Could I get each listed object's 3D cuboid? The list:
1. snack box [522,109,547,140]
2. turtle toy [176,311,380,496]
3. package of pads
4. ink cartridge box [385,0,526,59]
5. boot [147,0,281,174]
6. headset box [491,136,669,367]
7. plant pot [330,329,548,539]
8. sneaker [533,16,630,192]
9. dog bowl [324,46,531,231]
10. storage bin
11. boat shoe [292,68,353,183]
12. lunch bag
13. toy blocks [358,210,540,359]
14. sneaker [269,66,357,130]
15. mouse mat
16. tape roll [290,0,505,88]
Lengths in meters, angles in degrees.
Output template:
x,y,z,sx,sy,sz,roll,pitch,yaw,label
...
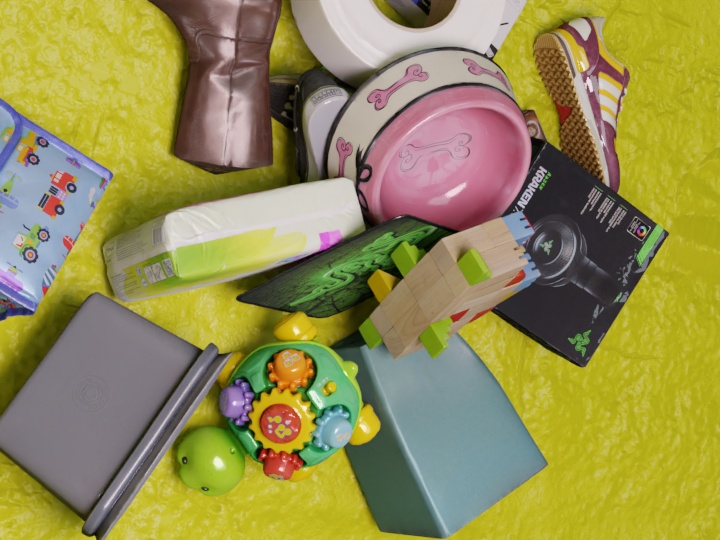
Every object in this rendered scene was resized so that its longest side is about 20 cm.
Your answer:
x,y,z,sx,sy,sz,roll,pitch,yaw,label
0.194,-0.071,1.698,0.072,0.024,0.200,-34,112,-22,snack box
-0.085,0.143,1.478,0.200,0.101,0.146,-34,97,16,turtle toy
-0.119,-0.028,1.430,0.200,0.154,0.068,-13,87,-33,package of pads
0.074,-0.298,1.589,0.200,0.044,0.094,39,73,-28,ink cartridge box
-0.164,-0.184,1.445,0.186,0.064,0.200,3,107,-12,boot
0.200,-0.018,1.641,0.200,0.093,0.174,34,88,-25,headset box
0.058,0.145,1.570,0.141,0.141,0.200,-32,99,-26,plant pot
0.262,-0.178,1.702,0.090,0.075,0.200,-26,109,-22,sneaker
0.072,-0.106,1.461,0.200,0.074,0.200,-16,132,-18,dog bowl
-0.228,0.124,1.390,0.134,0.146,0.200,35,75,-1,storage bin
-0.031,-0.108,1.503,0.069,0.057,0.200,-18,139,-16,boat shoe
-0.336,-0.073,1.311,0.200,0.094,0.151,39,59,-26,lunch bag
0.103,0.009,1.460,0.137,0.200,0.100,-20,72,-36,toy blocks
-0.012,-0.186,1.547,0.200,0.077,0.089,0,59,-26,sneaker
0.000,0.000,1.472,0.161,0.200,0.008,14,54,-56,mouse mat
0.035,-0.271,1.484,0.202,0.071,0.203,2,84,-22,tape roll
